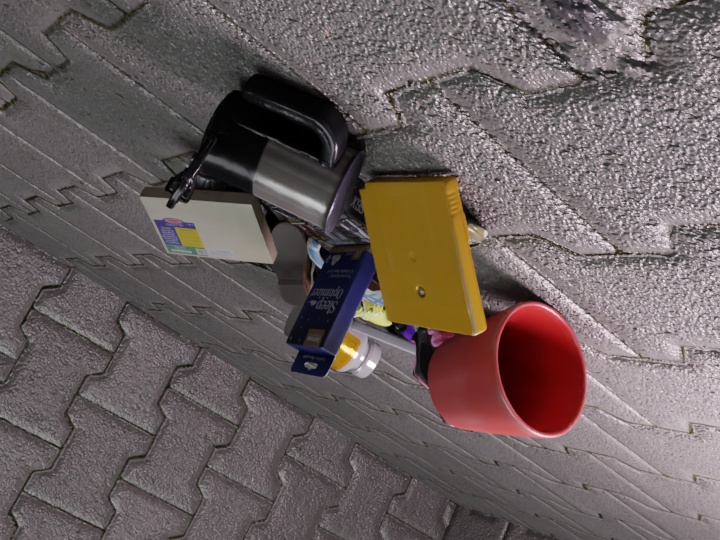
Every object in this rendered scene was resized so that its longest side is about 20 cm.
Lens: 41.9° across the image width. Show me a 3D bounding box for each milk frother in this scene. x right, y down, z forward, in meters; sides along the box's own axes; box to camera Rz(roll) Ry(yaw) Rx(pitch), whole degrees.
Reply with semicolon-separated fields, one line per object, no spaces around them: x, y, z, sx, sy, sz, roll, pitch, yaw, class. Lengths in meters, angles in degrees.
-0.117;-0.114;1.156;0.186;0.202;0.181;25;160;6;milk frother

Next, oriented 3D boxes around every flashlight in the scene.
-0.255;-0.103;1.520;0.067;0.068;0.201;23;138;1;flashlight

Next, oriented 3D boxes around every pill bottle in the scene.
-0.056;0.146;2.006;0.199;0.114;0.112;34;163;-23;pill bottle

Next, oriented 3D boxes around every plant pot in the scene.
0.208;0.157;1.405;0.200;0.202;0.176;35;148;-27;plant pot

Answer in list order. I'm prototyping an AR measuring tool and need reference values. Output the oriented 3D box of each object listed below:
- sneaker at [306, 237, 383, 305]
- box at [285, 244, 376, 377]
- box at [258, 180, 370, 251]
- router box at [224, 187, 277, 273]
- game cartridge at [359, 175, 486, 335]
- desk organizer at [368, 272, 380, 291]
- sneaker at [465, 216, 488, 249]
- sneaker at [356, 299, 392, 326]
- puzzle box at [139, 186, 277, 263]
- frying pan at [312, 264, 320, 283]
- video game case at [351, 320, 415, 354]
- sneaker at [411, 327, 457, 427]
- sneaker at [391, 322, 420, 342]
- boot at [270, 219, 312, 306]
0.000;0.000;1.541;0.198;0.072;0.072;30;174;-10;sneaker
-0.046;0.056;1.379;0.032;0.202;0.121;31;164;-26;box
-0.038;-0.086;1.382;0.157;0.050;0.199;36;162;-27;box
-0.215;-0.077;1.671;0.148;0.063;0.200;19;162;24;router box
0.079;-0.022;1.220;0.175;0.032;0.203;7;113;52;game cartridge
0.071;0.019;1.491;0.199;0.072;0.077;33;165;-17;desk organizer
0.113;-0.021;1.262;0.076;0.089;0.200;26;164;2;sneaker
-0.001;0.057;1.676;0.075;0.077;0.200;-23;140;25;sneaker
-0.239;-0.072;1.482;0.197;0.026;0.134;6;141;19;puzzle box
-0.047;0.054;1.693;0.115;0.031;0.191;47;-167;-23;frying pan
0.101;0.151;1.859;0.198;0.023;0.182;20;177;26;video game case
0.127;0.169;1.531;0.078;0.202;0.095;21;137;-36;sneaker
0.093;0.091;1.676;0.099;0.070;0.200;22;163;25;sneaker
-0.119;-0.030;1.662;0.073;0.076;0.201;8;140;10;boot
